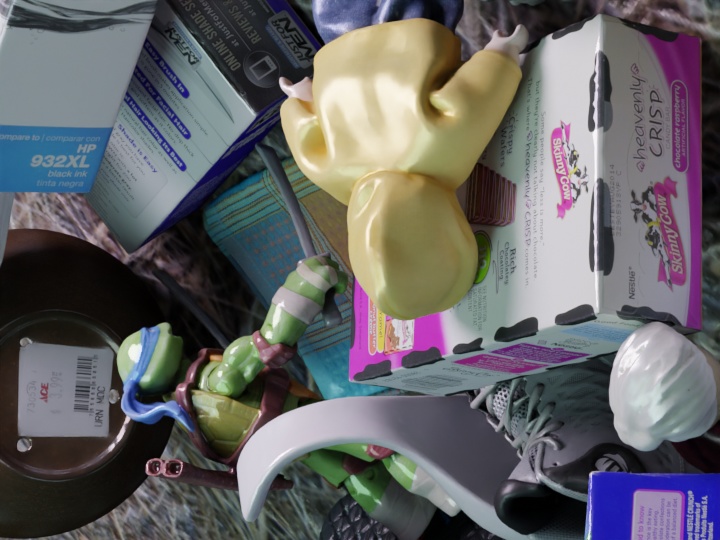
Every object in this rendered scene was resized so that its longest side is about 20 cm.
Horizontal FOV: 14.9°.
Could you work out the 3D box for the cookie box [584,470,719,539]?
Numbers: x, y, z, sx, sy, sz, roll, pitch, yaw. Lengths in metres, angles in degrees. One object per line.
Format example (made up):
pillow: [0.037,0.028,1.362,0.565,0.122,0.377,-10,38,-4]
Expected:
cookie box: [0.130,0.207,1.198,0.075,0.171,0.200,2,148,6]

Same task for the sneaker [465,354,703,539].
sneaker: [0.081,0.070,1.335,0.200,0.115,0.075,31,135,21]

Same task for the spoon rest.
spoon rest: [0.041,0.097,1.371,0.099,0.200,0.061,-102,19,-47]

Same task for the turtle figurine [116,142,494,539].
turtle figurine: [-0.022,0.047,1.465,0.194,0.200,0.144,32,119,-9]

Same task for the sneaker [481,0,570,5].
sneaker: [0.037,-0.179,1.188,0.200,0.074,0.079,26,138,15]

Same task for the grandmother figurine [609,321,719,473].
grandmother figurine: [0.169,0.075,1.214,0.121,0.061,0.200,8,162,38]

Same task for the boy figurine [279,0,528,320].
boy figurine: [0.022,-0.075,1.233,0.124,0.064,0.200,-17,68,24]

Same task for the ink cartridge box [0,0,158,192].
ink cartridge box: [-0.165,-0.160,1.377,0.145,0.084,0.200,61,139,41]

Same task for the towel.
towel: [0.000,0.000,1.477,0.147,0.022,0.200,56,148,-6]

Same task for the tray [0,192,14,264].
tray: [-0.205,-0.053,1.505,0.022,0.200,0.107,17,142,-17]

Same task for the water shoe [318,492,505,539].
water shoe: [0.070,0.160,1.518,0.200,0.072,0.079,8,158,43]

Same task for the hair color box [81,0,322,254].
hair color box: [-0.103,-0.099,1.475,0.109,0.065,0.200,52,150,2]

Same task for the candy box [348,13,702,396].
candy box: [0.073,-0.024,1.258,0.200,0.061,0.137,-18,66,56]

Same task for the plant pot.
plant pot: [-0.181,0.067,1.560,0.187,0.187,0.200,57,169,-6]
